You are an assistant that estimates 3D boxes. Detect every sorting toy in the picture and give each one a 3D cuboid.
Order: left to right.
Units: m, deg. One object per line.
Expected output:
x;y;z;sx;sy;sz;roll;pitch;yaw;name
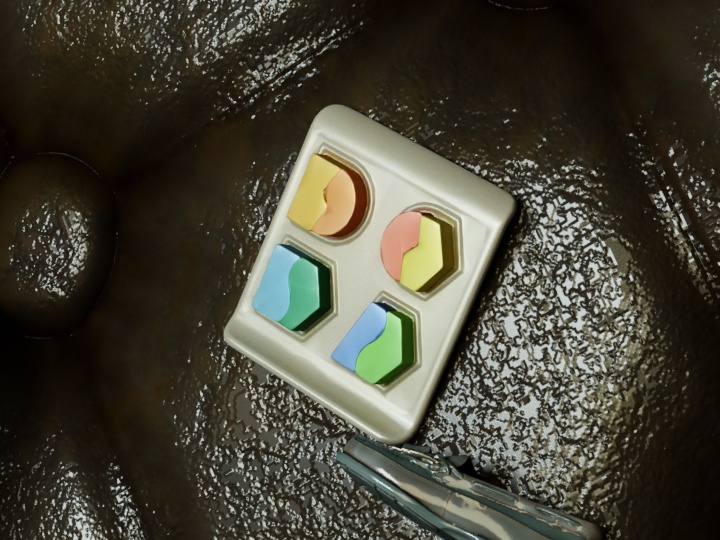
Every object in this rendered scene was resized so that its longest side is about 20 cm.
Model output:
0.000;0.000;1.495;0.185;0.036;0.201;30;99;31;sorting toy

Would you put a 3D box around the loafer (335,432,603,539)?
0.077;0.161;1.419;0.199;0.072;0.063;30;80;24;loafer
